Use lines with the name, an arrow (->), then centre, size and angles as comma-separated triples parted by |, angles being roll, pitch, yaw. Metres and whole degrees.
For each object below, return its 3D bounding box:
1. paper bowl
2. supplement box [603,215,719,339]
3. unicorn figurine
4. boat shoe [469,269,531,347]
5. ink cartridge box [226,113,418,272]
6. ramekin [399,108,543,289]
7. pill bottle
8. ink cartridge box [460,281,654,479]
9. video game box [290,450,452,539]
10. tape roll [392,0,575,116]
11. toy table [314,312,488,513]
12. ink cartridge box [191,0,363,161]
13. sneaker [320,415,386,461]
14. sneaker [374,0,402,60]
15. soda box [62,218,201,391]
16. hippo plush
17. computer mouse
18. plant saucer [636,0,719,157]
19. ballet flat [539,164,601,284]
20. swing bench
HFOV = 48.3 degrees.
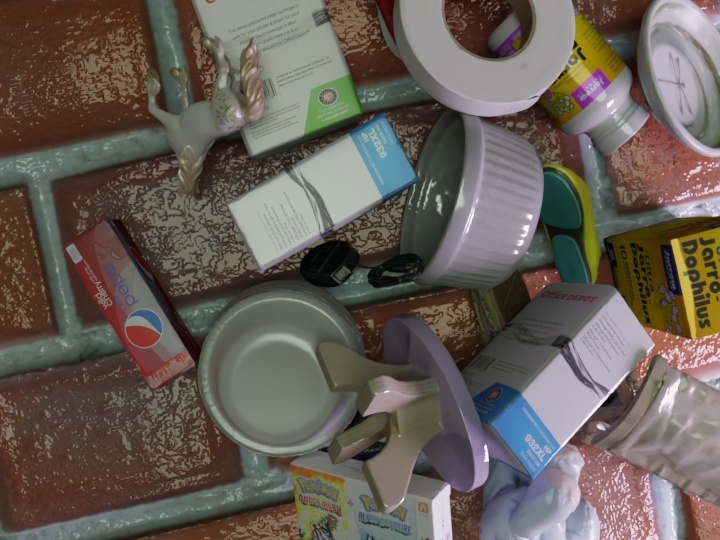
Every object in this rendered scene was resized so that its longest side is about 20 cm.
paper bowl -> -0.091, 0.120, 0.942 | 0.196, 0.104, 0.205 | 0, 101, 1
supplement box -> 0.374, 0.003, 0.925 | 0.107, 0.200, 0.111 | -15, 93, -2
unicorn figurine -> -0.179, -0.168, 0.896 | 0.073, 0.198, 0.140 | -19, 89, -44
boat shoe -> 0.188, 0.090, 0.996 | 0.072, 0.062, 0.204 | -18, 97, -28
ink cartridge box -> -0.044, -0.086, 0.920 | 0.198, 0.145, 0.085 | -30, 94, -1
ramekin -> 0.126, -0.074, 0.915 | 0.103, 0.200, 0.204 | 13, 92, -12
pill bottle -> 0.250, -0.235, 0.955 | 0.104, 0.104, 0.200 | -44, 94, 0
ink cartridge box -> 0.199, 0.112, 0.886 | 0.200, 0.145, 0.084 | -43, 102, -12
video game box -> 0.015, 0.315, 0.930 | 0.197, 0.047, 0.186 | 4, 105, 34
tape roll -> 0.133, -0.266, 0.860 | 0.198, 0.037, 0.207 | 2, 79, -11
toy table -> 0.038, 0.149, 0.847 | 0.115, 0.186, 0.201 | -14, 51, -25
ink cartridge box -> -0.097, -0.251, 0.947 | 0.143, 0.084, 0.204 | -20, 94, -2
sneaker -> 0.042, 0.185, 0.991 | 0.196, 0.076, 0.078 | -18, 68, 0
sneaker -> 0.038, -0.351, 0.929 | 0.078, 0.115, 0.202 | -35, 98, -11
soda box -> -0.268, 0.040, 0.959 | 0.063, 0.070, 0.202 | -31, 93, -2
hippo plush -> 0.229, 0.304, 0.945 | 0.160, 0.159, 0.202 | 40, 48, -15
computer mouse -> 0.000, 0.000, 0.928 | 0.059, 0.198, 0.034 | -52, 124, -24
plant saucer -> 0.383, -0.227, 0.963 | 0.197, 0.050, 0.204 | 12, 70, -35
ballet flat -> 0.248, -0.063, 0.948 | 0.067, 0.066, 0.202 | -53, 137, -27
swing bench -> 0.363, 0.184, 0.933 | 0.196, 0.200, 0.132 | 27, 91, -4
